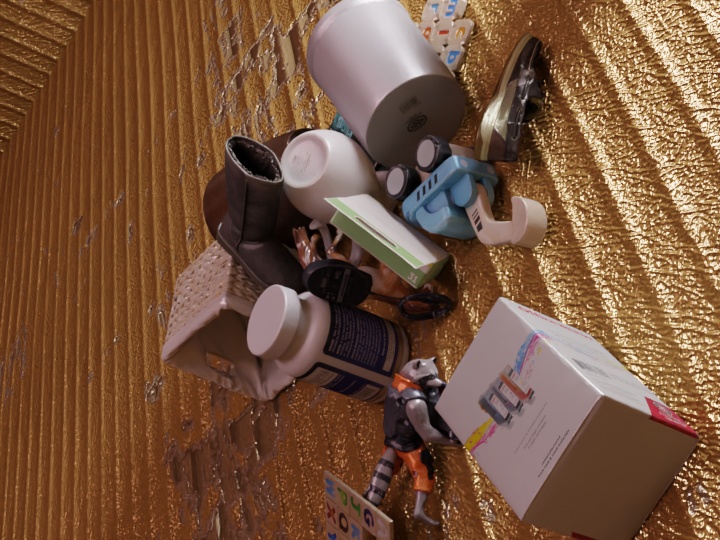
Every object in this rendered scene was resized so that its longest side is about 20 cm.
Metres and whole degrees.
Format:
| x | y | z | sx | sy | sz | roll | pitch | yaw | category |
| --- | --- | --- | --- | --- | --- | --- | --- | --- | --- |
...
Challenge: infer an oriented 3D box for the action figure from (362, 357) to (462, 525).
| x | y | z | sx | sy | sz | roll | pitch | yaw | category |
| --- | --- | --- | --- | --- | --- | --- | --- | --- | --- |
| 0.069 | 0.200 | 1.311 | 0.199 | 0.104 | 0.196 | 4 | 86 | 63 | action figure |

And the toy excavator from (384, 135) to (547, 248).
| x | y | z | sx | sy | sz | roll | pitch | yaw | category |
| --- | --- | --- | --- | --- | --- | --- | --- | --- | --- |
| 0.140 | -0.080 | 1.399 | 0.194 | 0.099 | 0.202 | -42 | 52 | 39 | toy excavator |

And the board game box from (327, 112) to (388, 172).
| x | y | z | sx | sy | sz | roll | pitch | yaw | category |
| --- | --- | --- | --- | --- | --- | --- | --- | --- | --- |
| -0.020 | -0.167 | 1.745 | 0.136 | 0.028 | 0.200 | -60 | 31 | 13 | board game box |

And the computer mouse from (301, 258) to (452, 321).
| x | y | z | sx | sy | sz | roll | pitch | yaw | category |
| --- | --- | --- | --- | --- | --- | --- | --- | --- | --- |
| 0.021 | 0.023 | 1.416 | 0.034 | 0.198 | 0.059 | -92 | 19 | -60 | computer mouse |

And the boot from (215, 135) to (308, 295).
| x | y | z | sx | sy | sz | roll | pitch | yaw | category |
| --- | --- | --- | --- | --- | --- | --- | --- | --- | --- |
| -0.124 | -0.069 | 1.507 | 0.073 | 0.181 | 0.201 | -48 | -11 | -40 | boot |

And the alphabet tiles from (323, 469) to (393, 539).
| x | y | z | sx | sy | sz | roll | pitch | yaw | category |
| --- | --- | --- | --- | --- | --- | --- | --- | --- | --- |
| -0.002 | 0.362 | 1.324 | 0.167 | 0.007 | 0.203 | 21 | 116 | 59 | alphabet tiles |

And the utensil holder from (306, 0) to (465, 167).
| x | y | z | sx | sy | sz | roll | pitch | yaw | category |
| --- | --- | --- | --- | --- | --- | --- | --- | --- | --- |
| 0.037 | -0.267 | 1.562 | 0.170 | 0.169 | 0.201 | -52 | 48 | 24 | utensil holder |

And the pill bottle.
| x | y | z | sx | sy | sz | roll | pitch | yaw | category |
| --- | --- | --- | --- | --- | --- | --- | --- | --- | --- |
| -0.043 | 0.095 | 1.454 | 0.115 | 0.199 | 0.117 | -34 | 44 | 42 | pill bottle |

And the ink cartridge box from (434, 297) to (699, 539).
| x | y | z | sx | sy | sz | roll | pitch | yaw | category |
| --- | --- | --- | --- | --- | --- | --- | --- | --- | --- |
| 0.198 | 0.149 | 1.099 | 0.146 | 0.144 | 0.200 | -60 | 31 | 14 | ink cartridge box |

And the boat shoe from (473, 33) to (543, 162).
| x | y | z | sx | sy | sz | roll | pitch | yaw | category |
| --- | --- | --- | --- | --- | --- | --- | --- | --- | --- |
| 0.200 | -0.214 | 1.401 | 0.073 | 0.064 | 0.201 | 88 | -156 | -63 | boat shoe |

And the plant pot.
| x | y | z | sx | sy | sz | roll | pitch | yaw | category |
| --- | --- | --- | --- | --- | --- | --- | --- | --- | --- |
| -0.117 | -0.127 | 1.690 | 0.200 | 0.185 | 0.189 | -38 | 41 | 48 | plant pot |

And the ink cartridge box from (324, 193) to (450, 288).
| x | y | z | sx | sy | sz | roll | pitch | yaw | category |
| --- | --- | --- | --- | --- | --- | --- | --- | --- | --- |
| 0.027 | -0.037 | 1.390 | 0.048 | 0.145 | 0.200 | -56 | -10 | 15 | ink cartridge box |

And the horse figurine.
| x | y | z | sx | sy | sz | roll | pitch | yaw | category |
| --- | --- | --- | --- | --- | --- | --- | --- | --- | --- |
| 0.000 | 0.000 | 1.472 | 0.133 | 0.198 | 0.050 | -95 | 22 | -43 | horse figurine |

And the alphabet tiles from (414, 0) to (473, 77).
| x | y | z | sx | sy | sz | roll | pitch | yaw | category |
| --- | --- | --- | --- | --- | --- | --- | --- | --- | --- |
| 0.099 | -0.319 | 1.668 | 0.195 | 0.014 | 0.202 | 16 | 85 | 59 | alphabet tiles |

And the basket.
| x | y | z | sx | sy | sz | roll | pitch | yaw | category |
| --- | --- | --- | --- | --- | --- | --- | --- | --- | --- |
| -0.169 | 0.067 | 1.676 | 0.200 | 0.197 | 0.162 | -39 | 37 | 39 | basket |

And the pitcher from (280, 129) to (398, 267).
| x | y | z | sx | sy | sz | roll | pitch | yaw | category |
| --- | --- | --- | --- | --- | --- | --- | --- | --- | --- |
| -0.034 | -0.094 | 1.544 | 0.120 | 0.200 | 0.173 | 10 | 79 | 32 | pitcher |
